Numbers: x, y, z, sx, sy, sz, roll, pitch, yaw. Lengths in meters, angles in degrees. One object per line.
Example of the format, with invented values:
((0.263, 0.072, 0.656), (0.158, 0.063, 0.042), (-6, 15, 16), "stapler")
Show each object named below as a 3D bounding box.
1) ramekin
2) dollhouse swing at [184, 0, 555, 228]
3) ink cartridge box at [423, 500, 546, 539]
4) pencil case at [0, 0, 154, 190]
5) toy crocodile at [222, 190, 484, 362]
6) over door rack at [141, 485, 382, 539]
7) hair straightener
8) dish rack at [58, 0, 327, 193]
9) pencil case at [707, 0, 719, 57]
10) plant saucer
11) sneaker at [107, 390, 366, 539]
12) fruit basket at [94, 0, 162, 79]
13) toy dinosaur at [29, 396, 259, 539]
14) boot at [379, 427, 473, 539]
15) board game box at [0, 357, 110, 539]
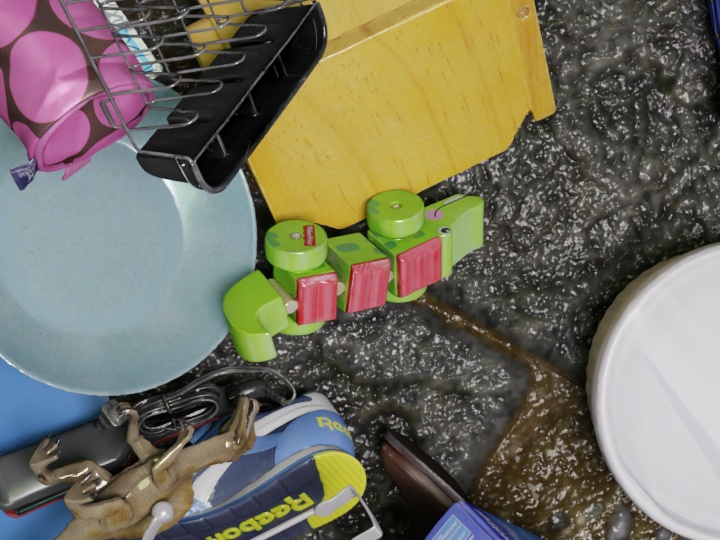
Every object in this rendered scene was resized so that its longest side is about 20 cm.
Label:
((0.242, 0.076, 1.011), (0.202, 0.094, 0.203), (-1, 95, -8), "ramekin")
((-0.011, -0.165, 0.988), (0.200, 0.176, 0.182), (-27, 139, -5), "dollhouse swing")
((0.069, 0.223, 0.908), (0.136, 0.076, 0.200), (-52, 141, 4), "ink cartridge box")
((-0.205, -0.148, 0.858), (0.091, 0.094, 0.200), (-31, 80, -22), "pencil case")
((0.000, 0.000, 0.965), (0.200, 0.062, 0.068), (-19, 129, -28), "toy crocodile")
((-0.066, 0.190, 0.930), (0.200, 0.148, 0.067), (-18, 53, 9), "over door rack")
((-0.136, 0.102, 0.940), (0.200, 0.077, 0.041), (-17, 76, -5), "hair straightener")
((-0.099, -0.158, 0.798), (0.055, 0.153, 0.200), (2, 132, 30), "dish rack")
((0.260, -0.186, 0.997), (0.087, 0.078, 0.200), (-13, 96, -29), "pencil case")
((-0.161, -0.023, 0.925), (0.201, 0.039, 0.201), (5, 80, -28), "plant saucer")
((-0.092, 0.142, 0.990), (0.200, 0.082, 0.074), (-22, 134, 10), "sneaker")
((-0.253, -0.141, 0.932), (0.200, 0.094, 0.185), (-36, 98, -6), "fruit basket")
((-0.148, 0.138, 0.907), (0.200, 0.058, 0.101), (-33, 139, 7), "toy dinosaur")
((0.008, 0.230, 1.013), (0.200, 0.064, 0.186), (-39, 100, 2), "boot")
((-0.259, 0.109, 0.973), (0.200, 0.039, 0.158), (-4, 118, -16), "board game box")
